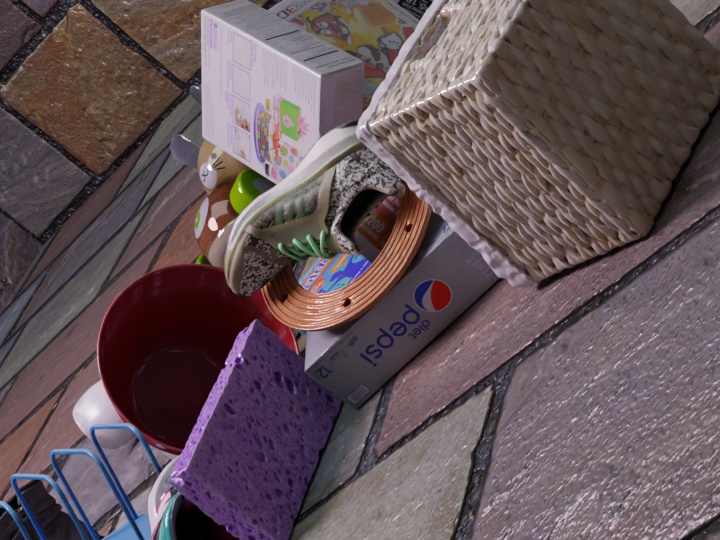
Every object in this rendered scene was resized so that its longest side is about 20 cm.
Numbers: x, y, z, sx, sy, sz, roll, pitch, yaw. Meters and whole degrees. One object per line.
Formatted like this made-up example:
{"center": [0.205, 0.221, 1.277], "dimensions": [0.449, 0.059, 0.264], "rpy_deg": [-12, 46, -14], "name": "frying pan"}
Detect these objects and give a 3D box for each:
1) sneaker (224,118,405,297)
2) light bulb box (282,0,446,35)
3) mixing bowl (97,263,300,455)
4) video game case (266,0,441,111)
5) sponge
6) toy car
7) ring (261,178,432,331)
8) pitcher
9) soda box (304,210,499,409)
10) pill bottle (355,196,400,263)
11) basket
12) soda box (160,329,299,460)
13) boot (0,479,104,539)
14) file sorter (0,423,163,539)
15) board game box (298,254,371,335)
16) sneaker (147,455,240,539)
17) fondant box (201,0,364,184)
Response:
{"center": [-0.039, -0.037, 1.522], "dimensions": [0.200, 0.077, 0.089], "rpy_deg": [-46, 57, 21], "name": "sneaker"}
{"center": [-0.009, -0.219, 1.972], "dimensions": [0.200, 0.198, 0.125], "rpy_deg": [-57, -11, -35], "name": "light bulb box"}
{"center": [-0.168, 0.106, 1.761], "dimensions": [0.200, 0.200, 0.108], "rpy_deg": [-59, 0, -31], "name": "mixing bowl"}
{"center": [-0.006, -0.228, 1.878], "dimensions": [0.182, 0.200, 0.023], "rpy_deg": [-39, -21, -35], "name": "video game case"}
{"center": [-0.085, 0.142, 1.529], "dimensions": [0.030, 0.112, 0.200], "rpy_deg": [-37, 19, 35], "name": "sponge"}
{"center": [-0.143, -0.101, 1.930], "dimensions": [0.158, 0.200, 0.164], "rpy_deg": [-21, -27, -39], "name": "toy car"}
{"center": [-0.010, -0.036, 1.553], "dimensions": [0.200, 0.019, 0.201], "rpy_deg": [-27, 47, 33], "name": "ring"}
{"center": [-0.243, 0.105, 2.135], "dimensions": [0.172, 0.121, 0.200], "rpy_deg": [-43, -7, -49], "name": "pitcher"}
{"center": [0.039, 0.026, 1.535], "dimensions": [0.200, 0.063, 0.068], "rpy_deg": [-44, 22, 23], "name": "soda box"}
{"center": [0.076, -0.083, 1.608], "dimensions": [0.200, 0.112, 0.112], "rpy_deg": [-50, 14, 2], "name": "pill bottle"}
{"center": [0.144, -0.128, 1.358], "dimensions": [0.161, 0.200, 0.198], "rpy_deg": [-17, 35, 55], "name": "basket"}
{"center": [-0.140, 0.112, 1.873], "dimensions": [0.200, 0.064, 0.068], "rpy_deg": [-56, 14, -24], "name": "soda box"}
{"center": [-0.353, 0.323, 1.844], "dimensions": [0.070, 0.132, 0.200], "rpy_deg": [-33, 22, 48], "name": "boot"}
{"center": [-0.282, 0.244, 1.668], "dimensions": [0.200, 0.123, 0.139], "rpy_deg": [-32, 10, -28], "name": "file sorter"}
{"center": [0.000, 0.000, 1.765], "dimensions": [0.152, 0.045, 0.200], "rpy_deg": [-52, 13, -10], "name": "board game box"}
{"center": [-0.143, 0.215, 1.568], "dimensions": [0.121, 0.084, 0.200], "rpy_deg": [-46, 22, 36], "name": "sneaker"}
{"center": [-0.081, -0.168, 1.773], "dimensions": [0.058, 0.145, 0.200], "rpy_deg": [-20, 37, -33], "name": "fondant box"}
